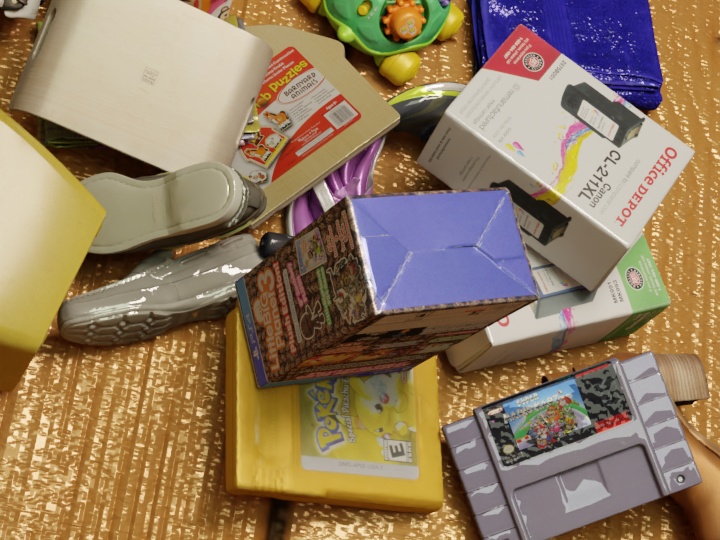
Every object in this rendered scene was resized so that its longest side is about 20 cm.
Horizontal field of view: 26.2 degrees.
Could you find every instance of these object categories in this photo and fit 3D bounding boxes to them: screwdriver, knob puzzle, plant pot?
[{"bbox_3d":[0.000,0.000,1.400,0.200,0.029,0.028,15,79,-24],"label":"screwdriver"},{"bbox_3d":[-0.093,-0.149,1.442,0.220,0.030,0.220,-2,63,3],"label":"knob puzzle"},{"bbox_3d":[-0.320,-0.011,1.242,0.176,0.200,0.200,28,63,-11],"label":"plant pot"}]

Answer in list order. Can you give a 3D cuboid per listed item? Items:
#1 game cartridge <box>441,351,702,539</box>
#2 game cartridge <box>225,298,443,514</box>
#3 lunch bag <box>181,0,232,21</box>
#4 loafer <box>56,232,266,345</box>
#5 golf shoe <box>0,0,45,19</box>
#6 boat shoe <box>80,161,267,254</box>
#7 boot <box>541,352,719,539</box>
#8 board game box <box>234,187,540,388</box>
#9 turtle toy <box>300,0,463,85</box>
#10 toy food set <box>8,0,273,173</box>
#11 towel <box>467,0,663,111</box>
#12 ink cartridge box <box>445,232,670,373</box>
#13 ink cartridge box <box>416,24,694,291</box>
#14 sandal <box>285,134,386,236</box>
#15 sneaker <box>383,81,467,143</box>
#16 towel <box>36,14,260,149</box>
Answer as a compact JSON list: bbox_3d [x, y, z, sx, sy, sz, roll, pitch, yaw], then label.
[{"bbox_3d":[0.184,0.160,1.363,0.200,0.038,0.130,-20,88,-1],"label":"game cartridge"},{"bbox_3d":[-0.022,0.115,1.341,0.200,0.032,0.176,11,65,-29],"label":"game cartridge"},{"bbox_3d":[-0.183,-0.316,1.454,0.176,0.082,0.200,-1,56,-15],"label":"lunch bag"},{"bbox_3d":[-0.171,0.014,1.345,0.200,0.070,0.070,-13,68,-29],"label":"loafer"},{"bbox_3d":[-0.295,-0.278,1.384,0.095,0.200,0.078,59,23,-3],"label":"golf shoe"},{"bbox_3d":[-0.174,-0.050,1.326,0.060,0.202,0.072,15,71,-58],"label":"boat shoe"},{"bbox_3d":[0.252,0.171,1.404,0.155,0.077,0.200,-6,77,-14],"label":"boot"},{"bbox_3d":[0.017,0.016,1.266,0.159,0.200,0.097,-4,73,-33],"label":"board game box"},{"bbox_3d":[0.043,-0.288,1.512,0.146,0.101,0.200,41,63,2],"label":"turtle toy"},{"bbox_3d":[-0.189,-0.167,1.361,0.200,0.060,0.144,23,82,-15],"label":"toy food set"},{"bbox_3d":[0.209,-0.236,1.571,0.200,0.050,0.148,2,69,-16],"label":"towel"},{"bbox_3d":[0.164,-0.001,1.434,0.200,0.088,0.145,-11,72,-24],"label":"ink cartridge box"},{"bbox_3d":[0.177,-0.102,1.387,0.200,0.083,0.146,36,55,4],"label":"ink cartridge box"},{"bbox_3d":[-0.020,-0.082,1.437,0.082,0.050,0.203,14,65,-11],"label":"sandal"},{"bbox_3d":[0.106,-0.126,1.476,0.200,0.074,0.081,8,72,-21],"label":"sneaker"},{"bbox_3d":[-0.196,-0.175,1.418,0.200,0.023,0.144,-2,63,-8],"label":"towel"}]
